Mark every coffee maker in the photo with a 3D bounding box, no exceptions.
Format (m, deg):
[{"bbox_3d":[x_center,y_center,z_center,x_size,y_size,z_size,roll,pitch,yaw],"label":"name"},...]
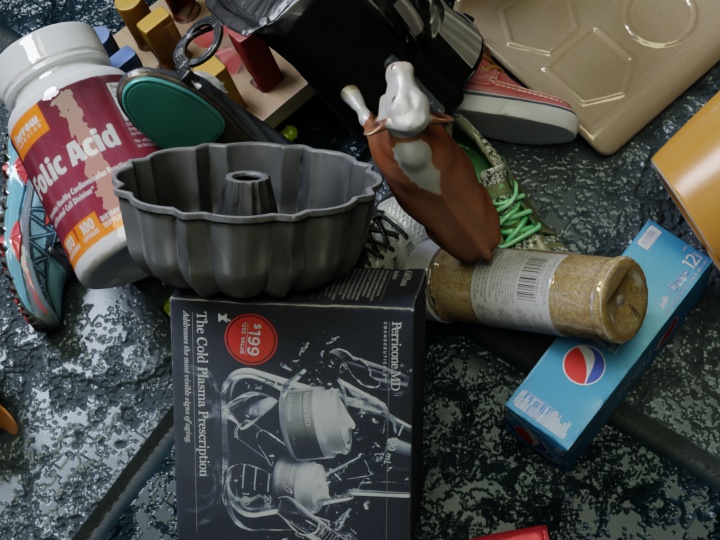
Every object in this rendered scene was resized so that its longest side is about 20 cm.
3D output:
[{"bbox_3d":[-0.022,-0.185,1.251,0.192,0.200,0.135,-32,47,15],"label":"coffee maker"}]

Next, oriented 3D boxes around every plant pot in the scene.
[{"bbox_3d":[0.342,-0.086,1.246,0.183,0.200,0.201,-33,67,8],"label":"plant pot"}]

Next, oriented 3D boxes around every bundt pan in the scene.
[{"bbox_3d":[-0.083,-0.035,1.158,0.201,0.202,0.076,3,109,7],"label":"bundt pan"}]

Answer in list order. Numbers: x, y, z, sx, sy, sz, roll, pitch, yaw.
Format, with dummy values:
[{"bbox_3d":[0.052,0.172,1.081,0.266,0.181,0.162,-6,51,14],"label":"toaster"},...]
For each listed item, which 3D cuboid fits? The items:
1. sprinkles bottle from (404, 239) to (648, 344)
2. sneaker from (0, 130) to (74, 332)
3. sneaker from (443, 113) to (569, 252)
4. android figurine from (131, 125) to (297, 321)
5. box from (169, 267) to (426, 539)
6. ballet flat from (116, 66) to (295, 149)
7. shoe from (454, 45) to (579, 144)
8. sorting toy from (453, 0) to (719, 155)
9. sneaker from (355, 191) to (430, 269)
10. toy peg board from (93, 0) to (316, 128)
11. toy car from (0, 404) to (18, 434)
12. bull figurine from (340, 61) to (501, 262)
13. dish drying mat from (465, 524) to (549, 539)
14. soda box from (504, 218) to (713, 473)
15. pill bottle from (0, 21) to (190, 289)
[{"bbox_3d":[0.127,0.015,1.231,0.200,0.068,0.068,6,64,43],"label":"sprinkles bottle"},{"bbox_3d":[-0.258,-0.045,1.341,0.095,0.079,0.201,-6,67,1],"label":"sneaker"},{"bbox_3d":[0.114,-0.050,1.298,0.077,0.089,0.200,-33,68,-8],"label":"sneaker"},{"bbox_3d":[-0.112,-0.044,1.345,0.182,0.041,0.200,40,77,20],"label":"android figurine"},{"bbox_3d":[-0.044,0.102,1.190,0.181,0.104,0.201,2,107,6],"label":"box"},{"bbox_3d":[-0.117,-0.116,1.269,0.073,0.200,0.073,-33,39,33],"label":"ballet flat"},{"bbox_3d":[0.098,-0.171,1.355,0.199,0.071,0.091,11,77,17],"label":"shoe"},{"bbox_3d":[0.212,-0.221,1.393,0.185,0.036,0.200,-41,74,-11],"label":"sorting toy"},{"bbox_3d":[0.000,0.000,1.285,0.076,0.088,0.200,36,78,19],"label":"sneaker"},{"bbox_3d":[-0.145,-0.204,1.360,0.199,0.098,0.200,-40,54,-11],"label":"toy peg board"},{"bbox_3d":[-0.367,0.079,1.262,0.199,0.177,0.185,20,58,0],"label":"toy car"},{"bbox_3d":[0.045,-0.087,1.179,0.065,0.200,0.122,-30,40,2],"label":"bull figurine"},{"bbox_3d":[0.057,0.256,1.215,0.199,0.018,0.077,-12,67,0],"label":"dish drying mat"},{"bbox_3d":[0.199,0.061,1.254,0.064,0.068,0.200,36,75,19],"label":"soda box"},{"bbox_3d":[-0.220,-0.096,1.283,0.114,0.114,0.200,-27,77,-6],"label":"pill bottle"}]
